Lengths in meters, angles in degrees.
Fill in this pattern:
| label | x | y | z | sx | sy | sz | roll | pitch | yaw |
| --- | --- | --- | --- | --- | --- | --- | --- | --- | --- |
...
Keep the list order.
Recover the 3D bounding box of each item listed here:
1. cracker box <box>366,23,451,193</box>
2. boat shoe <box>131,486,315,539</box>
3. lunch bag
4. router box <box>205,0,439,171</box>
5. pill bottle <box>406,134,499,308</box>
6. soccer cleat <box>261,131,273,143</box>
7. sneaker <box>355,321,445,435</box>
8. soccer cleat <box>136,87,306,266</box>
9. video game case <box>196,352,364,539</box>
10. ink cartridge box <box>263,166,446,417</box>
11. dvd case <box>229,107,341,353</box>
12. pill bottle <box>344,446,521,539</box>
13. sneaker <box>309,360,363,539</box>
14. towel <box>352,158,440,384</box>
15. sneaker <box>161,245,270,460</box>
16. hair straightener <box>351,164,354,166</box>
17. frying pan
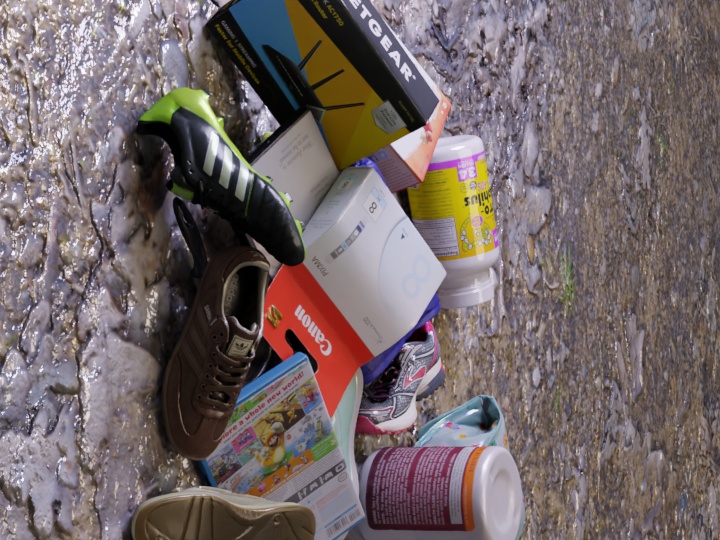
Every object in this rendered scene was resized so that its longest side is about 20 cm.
| label | x | y | z | sx | sy | sz | roll | pitch | yaw |
| --- | --- | --- | --- | --- | --- | --- | --- | --- | --- |
| cracker box | 0.011 | -0.204 | 1.704 | 0.200 | 0.057 | 0.135 | 47 | 45 | -28 |
| boat shoe | -0.133 | 0.235 | 1.407 | 0.199 | 0.063 | 0.074 | 5 | 93 | -41 |
| lunch bag | 0.131 | 0.272 | 1.856 | 0.200 | 0.121 | 0.172 | -50 | 129 | -46 |
| router box | -0.037 | -0.206 | 1.508 | 0.201 | 0.148 | 0.051 | 52 | 38 | -17 |
| pill bottle | 0.116 | -0.060 | 1.886 | 0.104 | 0.103 | 0.203 | -31 | 113 | -59 |
| soccer cleat | -0.087 | -0.098 | 1.571 | 0.084 | 0.065 | 0.200 | 49 | 41 | -5 |
| sneaker | 0.033 | 0.124 | 1.726 | 0.200 | 0.080 | 0.076 | -48 | 136 | -57 |
| soccer cleat | -0.127 | -0.076 | 1.392 | 0.081 | 0.068 | 0.201 | -35 | 83 | -26 |
| video game case | -0.081 | 0.201 | 1.495 | 0.142 | 0.018 | 0.202 | -32 | 119 | -25 |
| ink cartridge box | -0.008 | 0.023 | 1.525 | 0.161 | 0.047 | 0.201 | 53 | 55 | -35 |
| dvd case | -0.058 | -0.039 | 1.515 | 0.143 | 0.017 | 0.202 | -47 | 126 | -34 |
| pill bottle | 0.065 | 0.248 | 1.645 | 0.114 | 0.198 | 0.116 | 13 | 76 | -61 |
| sneaker | -0.061 | 0.190 | 1.564 | 0.117 | 0.073 | 0.204 | 3 | 91 | -49 |
| towel | 0.000 | 0.000 | 1.629 | 0.148 | 0.049 | 0.202 | -43 | 120 | -37 |
| sneaker | -0.130 | 0.074 | 1.391 | 0.070 | 0.075 | 0.203 | 15 | 82 | -27 |
| hair straightener | 0.025 | -0.083 | 1.778 | 0.077 | 0.040 | 0.203 | -10 | 90 | -63 |
| frying pan | -0.146 | 0.034 | 1.451 | 0.190 | 0.031 | 0.116 | 48 | 47 | -37 |
